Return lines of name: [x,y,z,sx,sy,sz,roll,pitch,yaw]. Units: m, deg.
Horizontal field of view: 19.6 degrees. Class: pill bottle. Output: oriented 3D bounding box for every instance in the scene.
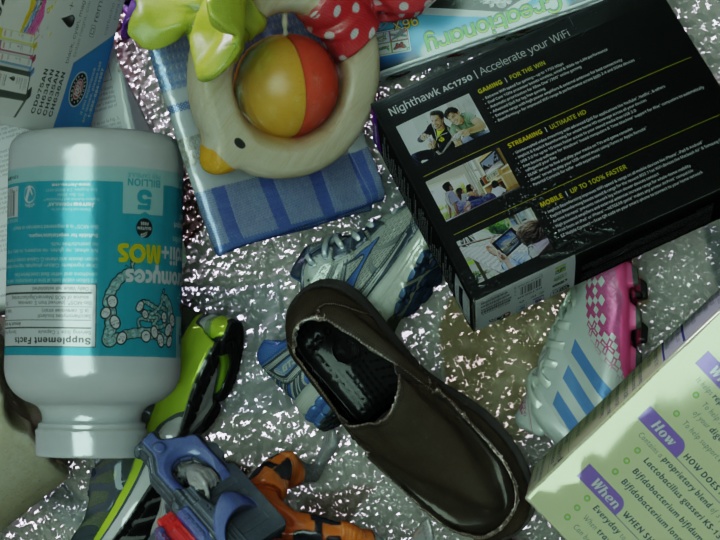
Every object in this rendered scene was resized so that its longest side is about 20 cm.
pill bottle: [-0.166,0.015,1.298,0.110,0.111,0.202,0,88,13]

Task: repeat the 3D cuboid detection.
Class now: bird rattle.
bird rattle: [-0.044,-0.140,1.279,0.112,0.199,0.164,19,115,48]

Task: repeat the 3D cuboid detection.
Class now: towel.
towel: [-0.064,-0.121,1.321,0.024,0.146,0.201,-16,91,49]

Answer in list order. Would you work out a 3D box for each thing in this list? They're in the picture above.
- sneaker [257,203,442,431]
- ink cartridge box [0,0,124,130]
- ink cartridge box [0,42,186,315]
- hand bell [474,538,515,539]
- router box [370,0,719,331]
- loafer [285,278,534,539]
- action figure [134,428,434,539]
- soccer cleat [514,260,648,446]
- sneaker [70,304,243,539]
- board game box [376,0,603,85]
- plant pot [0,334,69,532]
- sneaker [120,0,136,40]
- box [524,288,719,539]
sneaker: [0.000,0.000,1.336,0.085,0.077,0.201,35,96,15]
ink cartridge box: [-0.256,-0.176,1.275,0.144,0.200,0.148,19,95,23]
ink cartridge box: [-0.216,-0.081,1.398,0.160,0.050,0.201,-14,84,16]
hand bell: [0.086,0.173,1.317,0.104,0.104,0.200,-45,69,9]
router box: [0.125,-0.072,1.271,0.199,0.051,0.150,-24,67,-7]
loafer: [0.021,0.094,1.268,0.200,0.071,0.073,43,107,5]
action figure: [-0.052,0.185,1.273,0.200,0.193,0.105,52,139,30]
soccer cleat: [0.137,0.060,1.304,0.086,0.070,0.202,-2,89,13]
sneaker: [-0.150,0.110,1.377,0.081,0.074,0.201,26,89,21]
board game box: [0.072,-0.207,1.340,0.199,0.035,0.127,-17,85,12]
plant pot: [-0.298,0.124,1.357,0.183,0.200,0.201,-32,82,-1]
sneaker: [-0.133,-0.195,1.369,0.083,0.081,0.201,-25,81,23]
box: [0.227,0.119,1.216,0.176,0.097,0.200,45,100,2]
